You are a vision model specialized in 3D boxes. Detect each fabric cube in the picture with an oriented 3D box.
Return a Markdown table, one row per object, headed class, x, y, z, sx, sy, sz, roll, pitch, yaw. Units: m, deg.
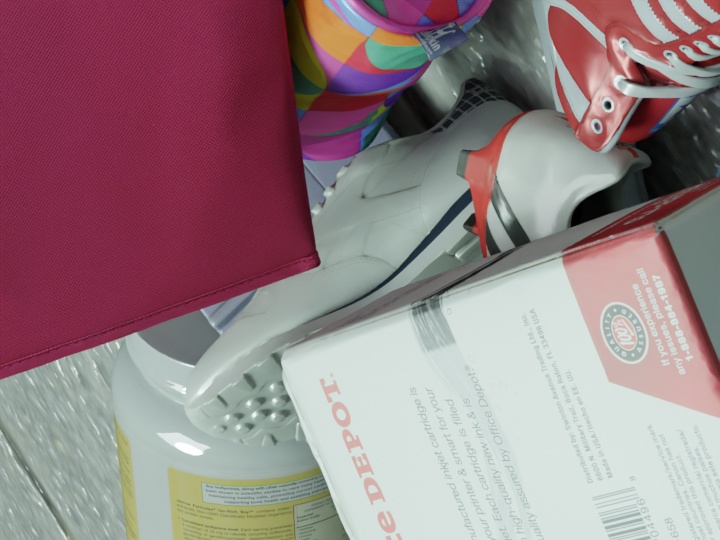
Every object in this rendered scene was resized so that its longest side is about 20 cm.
| class | x | y | z | sx | sy | sz | roll | pitch | yaw |
| --- | --- | --- | --- | --- | --- | --- | --- | --- | --- |
| fabric cube | -0.149 | -0.100 | 1.077 | 0.200 | 0.195 | 0.200 | -128 | 23 | -49 |

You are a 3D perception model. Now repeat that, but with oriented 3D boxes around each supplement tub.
| class | x | y | z | sx | sy | sz | roll | pitch | yaw |
| --- | --- | --- | --- | --- | --- | --- | --- | --- | --- |
| supplement tub | -0.052 | 0.094 | 1.322 | 0.145 | 0.145 | 0.201 | 36 | 140 | 41 |

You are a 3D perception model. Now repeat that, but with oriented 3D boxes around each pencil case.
| class | x | y | z | sx | sy | sz | roll | pitch | yaw |
| --- | --- | --- | --- | --- | --- | --- | --- | --- | --- |
| pencil case | 0.002 | -0.107 | 1.078 | 0.089 | 0.088 | 0.200 | 63 | 161 | 3 |

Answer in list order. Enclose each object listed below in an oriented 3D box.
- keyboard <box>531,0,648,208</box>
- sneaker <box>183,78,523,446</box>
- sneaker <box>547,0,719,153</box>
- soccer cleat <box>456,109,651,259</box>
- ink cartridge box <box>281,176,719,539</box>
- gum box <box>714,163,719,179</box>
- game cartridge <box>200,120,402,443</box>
| class | x | y | z | sx | sy | sz | roll | pitch | yaw |
| --- | --- | --- | --- | --- | --- | --- | --- | --- | --- |
| keyboard | 0.102 | -0.055 | 1.088 | 0.056 | 0.011 | 0.201 | 19 | 128 | 61 |
| sneaker | 0.000 | 0.000 | 1.147 | 0.081 | 0.200 | 0.076 | 58 | -173 | 32 |
| sneaker | 0.132 | -0.091 | 0.955 | 0.200 | 0.071 | 0.113 | 30 | 132 | 57 |
| soccer cleat | 0.089 | 0.031 | 1.069 | 0.085 | 0.068 | 0.201 | 15 | 120 | 39 |
| ink cartridge box | 0.084 | 0.062 | 0.988 | 0.199 | 0.084 | 0.145 | -19 | 95 | 42 |
| gum box | 0.191 | 0.050 | 0.992 | 0.170 | 0.044 | 0.201 | 48 | 148 | 28 |
| game cartridge | 0.019 | 0.031 | 1.182 | 0.200 | 0.130 | 0.038 | 49 | -169 | 19 |
